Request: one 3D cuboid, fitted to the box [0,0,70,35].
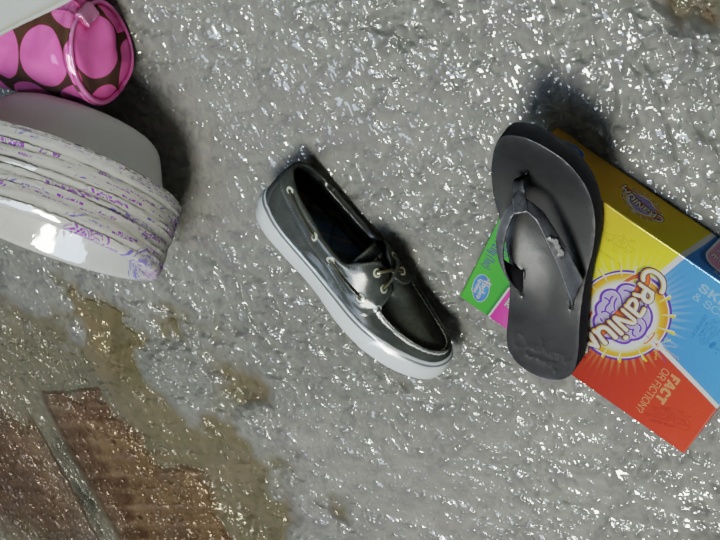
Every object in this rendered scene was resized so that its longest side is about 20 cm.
[{"bbox_3d":[-0.218,-0.278,1.063,0.199,0.199,0.172,-13,114,42],"label":"box"}]

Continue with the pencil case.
[{"bbox_3d":[-0.279,-0.191,1.261,0.198,0.091,0.095,12,124,27],"label":"pencil case"}]

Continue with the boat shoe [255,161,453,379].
[{"bbox_3d":[0.000,0.000,1.203,0.200,0.069,0.057,44,137,4],"label":"boat shoe"}]

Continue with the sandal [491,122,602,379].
[{"bbox_3d":[0.125,-0.005,1.060,0.075,0.043,0.202,12,128,31],"label":"sandal"}]

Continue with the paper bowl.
[{"bbox_3d":[-0.241,-0.073,1.268,0.198,0.105,0.201,17,169,3],"label":"paper bowl"}]

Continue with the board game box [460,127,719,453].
[{"bbox_3d":[0.183,0.016,1.093,0.199,0.040,0.154,35,136,11],"label":"board game box"}]
